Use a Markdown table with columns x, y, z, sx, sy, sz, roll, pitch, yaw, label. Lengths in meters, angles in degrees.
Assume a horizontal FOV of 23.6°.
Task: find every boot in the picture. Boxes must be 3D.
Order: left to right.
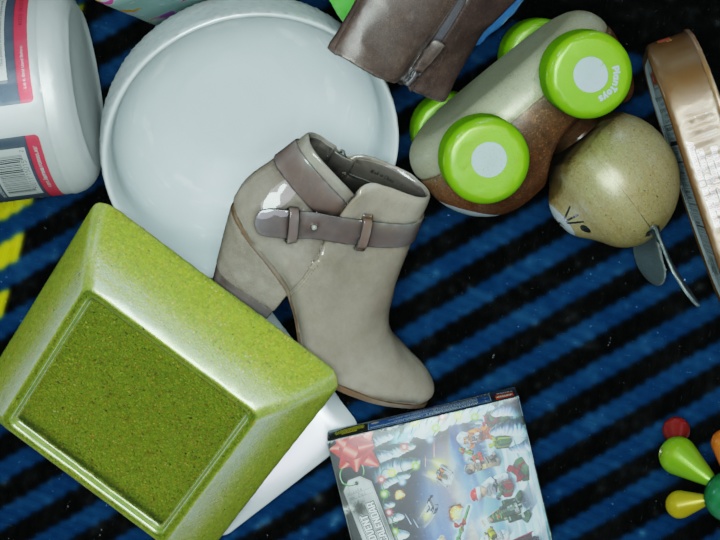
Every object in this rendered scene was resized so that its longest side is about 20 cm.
| x | y | z | sx | sy | sz | roll | pitch | yaw | label |
| --- | --- | --- | --- | --- | --- | --- | --- | --- | --- |
| 0.000 | 0.000 | 1.140 | 0.200 | 0.070 | 0.146 | 25 | 117 | -24 | boot |
| 0.080 | -0.184 | 1.069 | 0.200 | 0.072 | 0.167 | 12 | 108 | -41 | boot |

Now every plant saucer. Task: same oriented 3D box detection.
| x | y | z | sx | sy | sz | roll | pitch | yaw | label |
| --- | --- | --- | --- | --- | --- | --- | --- | --- | --- |
| -0.147 | 0.088 | 1.154 | 0.200 | 0.048 | 0.200 | 36 | 122 | -1 | plant saucer |

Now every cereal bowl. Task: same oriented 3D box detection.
| x | y | z | sx | sy | sz | roll | pitch | yaw | label |
| --- | --- | --- | --- | --- | --- | --- | --- | --- | --- |
| -0.078 | -0.097 | 1.153 | 0.200 | 0.083 | 0.200 | -6 | 123 | -9 | cereal bowl |

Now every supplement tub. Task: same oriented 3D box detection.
| x | y | z | sx | sy | sz | roll | pitch | yaw | label |
| --- | --- | --- | --- | --- | --- | --- | --- | --- | --- |
| -0.279 | -0.110 | 1.146 | 0.200 | 0.140 | 0.141 | -7 | 93 | 1 | supplement tub |

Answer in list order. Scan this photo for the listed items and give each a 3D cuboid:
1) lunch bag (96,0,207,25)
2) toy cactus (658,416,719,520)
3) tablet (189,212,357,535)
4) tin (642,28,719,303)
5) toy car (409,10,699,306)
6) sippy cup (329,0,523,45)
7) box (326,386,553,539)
| x | y | z | sx | sy | sz | roll | pitch | yaw | label |
| --- | --- | --- | --- | --- | --- | --- | --- | --- | --- |
| -0.131 | -0.268 | 1.104 | 0.122 | 0.170 | 0.200 | -14 | 91 | 9 | lunch bag |
| 0.281 | 0.175 | 1.144 | 0.200 | 0.165 | 0.102 | 35 | 113 | 4 | toy cactus |
| -0.110 | 0.073 | 1.215 | 0.130 | 0.014 | 0.200 | -38 | 92 | 2 | tablet |
| 0.233 | -0.061 | 1.152 | 0.042 | 0.112 | 0.200 | -18 | 92 | 2 | tin |
| 0.146 | -0.054 | 1.139 | 0.158 | 0.164 | 0.200 | -40 | 103 | 3 | toy car |
| 0.044 | -0.218 | 1.134 | 0.130 | 0.140 | 0.178 | 34 | 90 | -27 | sippy cup |
| 0.065 | 0.194 | 1.199 | 0.137 | 0.040 | 0.200 | -14 | 96 | 2 | box |
